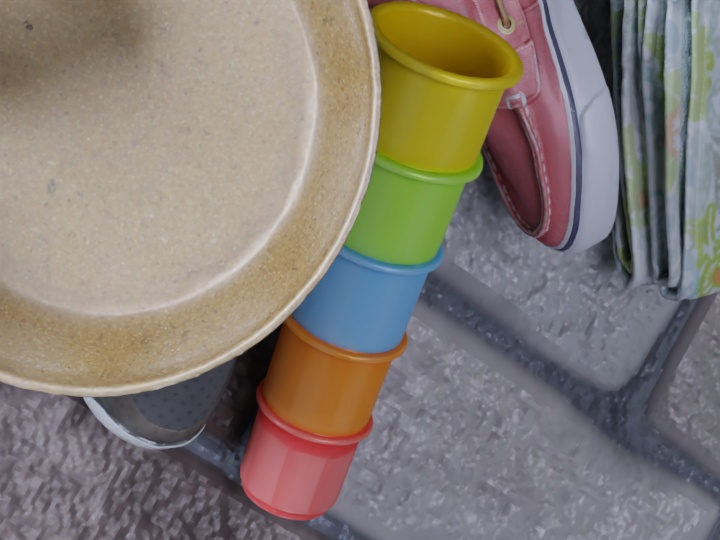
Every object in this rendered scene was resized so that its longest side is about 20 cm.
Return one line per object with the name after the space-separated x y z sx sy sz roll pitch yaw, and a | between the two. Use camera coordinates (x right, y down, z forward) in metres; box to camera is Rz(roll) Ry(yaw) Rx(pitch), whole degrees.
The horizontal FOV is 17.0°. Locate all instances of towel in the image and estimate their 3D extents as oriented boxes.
0.186 -0.092 1.002 0.199 0.048 0.172 -20 122 -28 | towel

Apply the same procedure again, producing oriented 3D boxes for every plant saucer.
-0.089 -0.058 0.825 0.199 0.035 0.202 0 91 7 | plant saucer

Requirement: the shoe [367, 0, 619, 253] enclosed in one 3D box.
0.032 -0.093 0.917 0.091 0.071 0.201 -21 105 -23 | shoe

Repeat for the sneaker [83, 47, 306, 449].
-0.054 -0.029 0.870 0.077 0.082 0.201 7 97 -31 | sneaker

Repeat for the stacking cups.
0.000 0.000 0.895 0.060 0.061 0.201 1 125 -30 | stacking cups
